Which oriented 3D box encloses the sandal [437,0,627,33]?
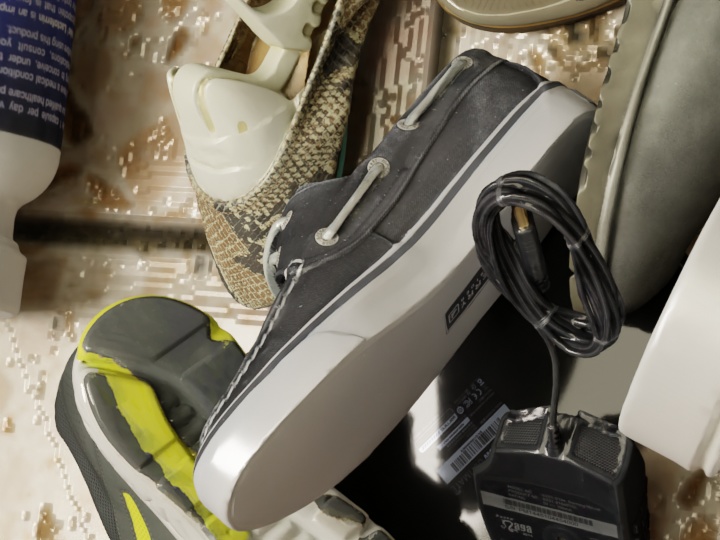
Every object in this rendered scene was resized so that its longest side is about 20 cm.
[{"bbox_3d":[0.108,-0.145,0.962,0.199,0.054,0.081,-17,76,23],"label":"sandal"}]

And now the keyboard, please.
[{"bbox_3d":[0.028,0.044,0.994,0.200,0.021,0.127,-45,72,12],"label":"keyboard"}]

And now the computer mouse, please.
[{"bbox_3d":[0.066,0.039,0.900,0.058,0.201,0.034,15,50,21],"label":"computer mouse"}]

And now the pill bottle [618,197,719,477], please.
[{"bbox_3d":[0.187,0.049,0.836,0.199,0.114,0.114,25,94,10],"label":"pill bottle"}]

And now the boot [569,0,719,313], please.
[{"bbox_3d":[0.179,-0.044,0.903,0.199,0.073,0.183,17,105,9],"label":"boot"}]

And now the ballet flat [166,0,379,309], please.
[{"bbox_3d":[-0.030,-0.088,1.008,0.068,0.075,0.201,22,93,43],"label":"ballet flat"}]

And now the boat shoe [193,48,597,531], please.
[{"bbox_3d":[0.000,0.000,0.925,0.068,0.072,0.200,32,66,21],"label":"boat shoe"}]

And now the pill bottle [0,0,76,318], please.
[{"bbox_3d":[-0.167,-0.086,1.053,0.115,0.116,0.201,1,83,26],"label":"pill bottle"}]

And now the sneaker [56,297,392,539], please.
[{"bbox_3d":[-0.038,0.099,0.967,0.074,0.085,0.201,-31,93,-22],"label":"sneaker"}]
